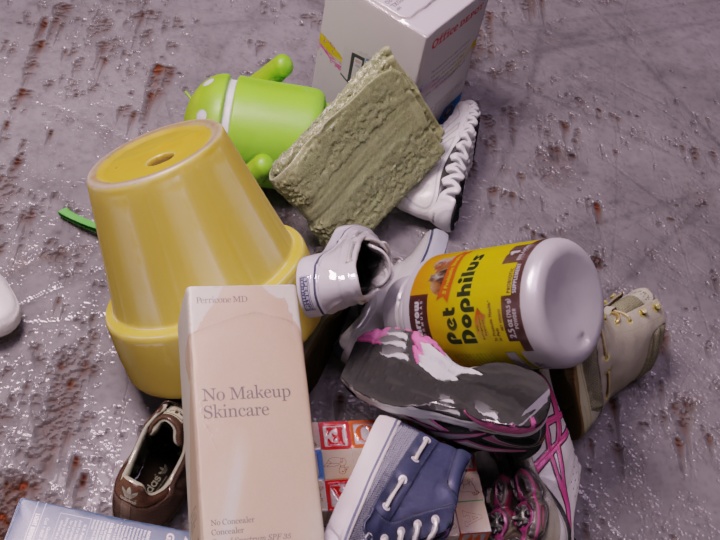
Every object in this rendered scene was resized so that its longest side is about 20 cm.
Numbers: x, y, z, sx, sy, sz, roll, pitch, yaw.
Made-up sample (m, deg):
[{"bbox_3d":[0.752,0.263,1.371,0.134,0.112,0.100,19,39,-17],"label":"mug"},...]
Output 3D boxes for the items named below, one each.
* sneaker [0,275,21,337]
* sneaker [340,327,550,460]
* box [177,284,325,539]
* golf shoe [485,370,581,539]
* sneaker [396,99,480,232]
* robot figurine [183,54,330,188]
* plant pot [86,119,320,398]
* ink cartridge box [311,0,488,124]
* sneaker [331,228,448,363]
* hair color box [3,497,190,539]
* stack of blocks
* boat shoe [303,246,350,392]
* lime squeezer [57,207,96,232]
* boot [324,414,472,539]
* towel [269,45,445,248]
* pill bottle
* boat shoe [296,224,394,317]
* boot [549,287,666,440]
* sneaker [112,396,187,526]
[{"bbox_3d":[-0.400,-0.017,0.956,0.199,0.089,0.075,41,52,21],"label":"sneaker"},{"bbox_3d":[0.072,0.121,0.874,0.197,0.087,0.081,18,54,30],"label":"sneaker"},{"bbox_3d":[-0.087,0.118,0.754,0.093,0.078,0.204,-2,65,-16],"label":"box"},{"bbox_3d":[0.162,0.166,0.923,0.091,0.072,0.204,18,64,-33],"label":"golf shoe"},{"bbox_3d":[0.095,-0.136,1.180,0.079,0.076,0.202,12,48,10],"label":"sneaker"},{"bbox_3d":[-0.108,-0.153,1.116,0.195,0.116,0.178,9,57,-4],"label":"robot figurine"},{"bbox_3d":[-0.151,-0.021,0.897,0.197,0.192,0.202,-14,27,8],"label":"plant pot"},{"bbox_3d":[0.043,-0.260,1.183,0.143,0.202,0.147,34,51,17],"label":"ink cartridge box"},{"bbox_3d":[0.034,0.022,1.028,0.070,0.074,0.201,26,50,6],"label":"sneaker"},{"bbox_3d":[-0.174,0.245,0.776,0.196,0.101,0.061,11,49,-2],"label":"hair color box"},{"bbox_3d":[0.005,0.197,0.883,0.195,0.059,0.117,0,50,-12],"label":"stack of blocks"},{"bbox_3d":[-0.053,0.050,0.994,0.064,0.074,0.201,17,39,9],"label":"boat shoe"},{"bbox_3d":[-0.244,-0.007,1.016,0.069,0.038,0.201,-17,57,-25],"label":"lime squeezer"},{"bbox_3d":[0.025,0.206,0.790,0.089,0.074,0.202,18,48,10],"label":"boot"},{"bbox_3d":[0.002,-0.124,1.075,0.201,0.149,0.036,-49,36,-14],"label":"towel"},{"bbox_3d":[0.113,0.035,0.904,0.108,0.198,0.112,7,80,-41],"label":"pill bottle"},{"bbox_3d":[0.000,0.000,0.928,0.064,0.075,0.200,-8,14,17],"label":"boat shoe"},{"bbox_3d":[0.235,0.045,0.982,0.153,0.204,0.071,-29,31,-33],"label":"boot"},{"bbox_3d":[-0.152,0.141,0.885,0.069,0.076,0.202,20,49,6],"label":"sneaker"}]
